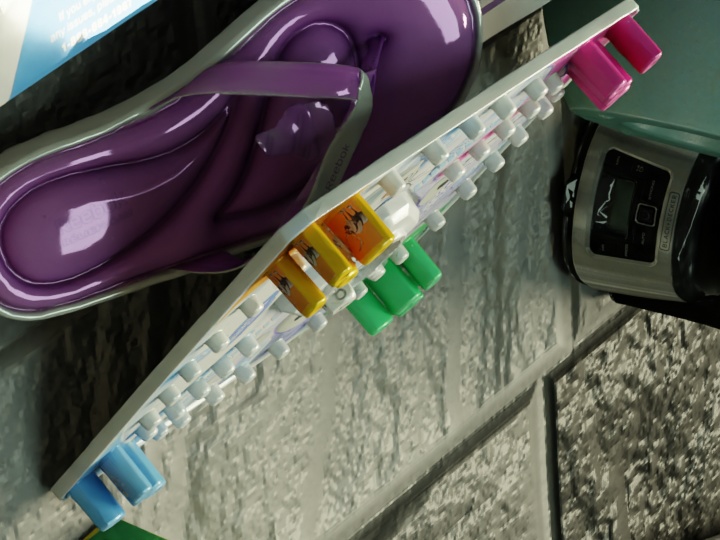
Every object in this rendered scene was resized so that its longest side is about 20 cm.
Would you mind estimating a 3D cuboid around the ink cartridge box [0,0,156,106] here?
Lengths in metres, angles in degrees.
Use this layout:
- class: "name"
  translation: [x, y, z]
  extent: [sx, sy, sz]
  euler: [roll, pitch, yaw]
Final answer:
- class: "ink cartridge box"
  translation: [-0.143, -0.142, 0.734]
  extent: [0.145, 0.084, 0.201]
  euler: [-39, 135, -39]

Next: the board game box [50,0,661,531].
- class: "board game box"
  translation: [0.000, 0.000, 0.942]
  extent: [0.200, 0.026, 0.200]
  euler: [-34, 171, -42]

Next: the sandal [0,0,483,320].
- class: "sandal"
  translation: [-0.040, -0.036, 0.885]
  extent: [0.202, 0.050, 0.083]
  euler: [-30, 115, -10]

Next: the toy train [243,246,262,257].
- class: "toy train"
  translation: [0.006, -0.082, 1.021]
  extent: [0.200, 0.034, 0.046]
  euler: [-58, 156, -21]

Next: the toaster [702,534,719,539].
- class: "toaster"
  translation: [0.213, 0.210, 1.376]
  extent: [0.129, 0.113, 0.201]
  euler: [-14, 114, -56]

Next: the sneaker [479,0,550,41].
- class: "sneaker"
  translation: [0.000, -0.116, 0.939]
  extent: [0.200, 0.073, 0.115]
  euler: [-43, 143, -21]

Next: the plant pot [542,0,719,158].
- class: "plant pot"
  translation: [0.162, -0.126, 1.062]
  extent: [0.200, 0.200, 0.162]
  euler: [12, 92, -56]

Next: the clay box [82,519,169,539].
- class: "clay box"
  translation: [-0.049, 0.198, 0.995]
  extent: [0.048, 0.115, 0.201]
  euler: [-38, 133, -38]

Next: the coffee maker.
- class: "coffee maker"
  translation: [0.218, -0.011, 1.200]
  extent: [0.192, 0.199, 0.135]
  euler: [29, 84, -54]
